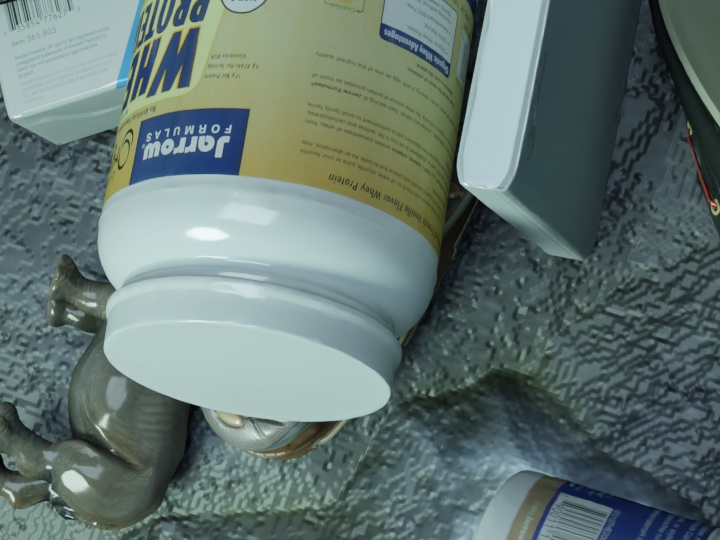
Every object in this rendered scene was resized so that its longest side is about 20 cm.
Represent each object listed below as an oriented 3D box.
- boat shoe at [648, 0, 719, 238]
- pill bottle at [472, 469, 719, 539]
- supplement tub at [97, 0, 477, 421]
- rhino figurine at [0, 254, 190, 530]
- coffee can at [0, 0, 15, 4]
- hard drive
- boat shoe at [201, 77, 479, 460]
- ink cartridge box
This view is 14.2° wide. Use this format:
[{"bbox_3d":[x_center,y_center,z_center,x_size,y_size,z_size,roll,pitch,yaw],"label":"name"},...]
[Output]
[{"bbox_3d":[0.171,-0.058,1.276,0.073,0.063,0.202,-7,60,-30],"label":"boat shoe"},{"bbox_3d":[0.143,0.164,1.233,0.199,0.111,0.112,17,87,16],"label":"pill bottle"},{"bbox_3d":[-0.032,-0.050,1.223,0.144,0.144,0.201,3,69,15],"label":"supplement tub"},{"bbox_3d":[-0.104,0.026,1.341,0.087,0.060,0.201,23,87,-3],"label":"rhino figurine"},{"bbox_3d":[-0.178,-0.235,1.282,0.146,0.146,0.201,-20,77,11],"label":"coffee can"},{"bbox_3d":[0.084,-0.083,1.236,0.026,0.200,0.133,10,85,14],"label":"hard drive"},{"bbox_3d":[0.000,0.000,1.315,0.076,0.072,0.200,34,81,26],"label":"boat shoe"},{"bbox_3d":[-0.124,-0.175,1.371,0.115,0.068,0.201,-16,79,13],"label":"ink cartridge box"}]
